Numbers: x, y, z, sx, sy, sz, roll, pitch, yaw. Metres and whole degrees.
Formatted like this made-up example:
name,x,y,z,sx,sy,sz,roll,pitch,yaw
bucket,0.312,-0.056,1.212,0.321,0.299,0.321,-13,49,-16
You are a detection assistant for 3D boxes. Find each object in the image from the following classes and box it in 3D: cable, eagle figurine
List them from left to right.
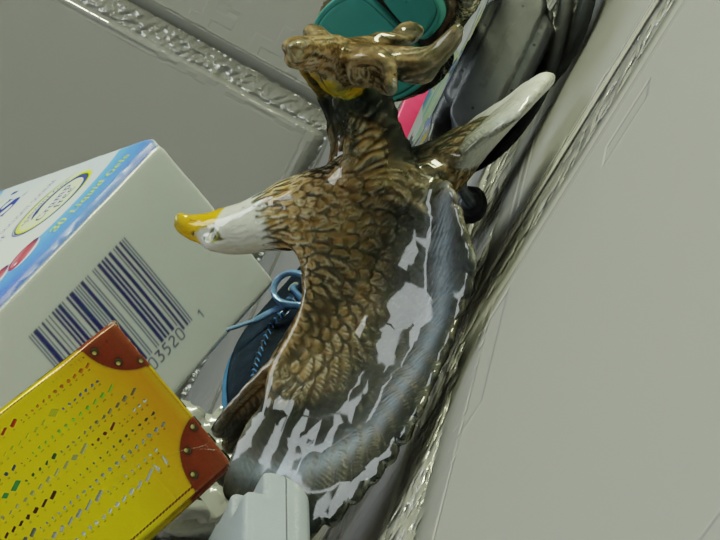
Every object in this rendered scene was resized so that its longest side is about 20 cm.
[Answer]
name,x,y,z,sx,sy,sz,roll,pitch,yaw
eagle figurine,-0.006,0.000,0.923,0.151,0.150,0.202,-12,-78,-46
cable,0.075,-0.106,1.066,0.163,0.050,0.201,115,179,-78

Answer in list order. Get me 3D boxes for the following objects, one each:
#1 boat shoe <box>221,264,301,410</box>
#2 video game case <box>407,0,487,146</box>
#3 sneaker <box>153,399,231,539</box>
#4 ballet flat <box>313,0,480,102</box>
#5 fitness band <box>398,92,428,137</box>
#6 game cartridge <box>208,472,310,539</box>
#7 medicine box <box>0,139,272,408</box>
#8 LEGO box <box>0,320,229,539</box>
name,x,y,z,sx,sy,sz,roll,pitch,yaw
boat shoe,-0.018,0.021,1.115,0.069,0.084,0.201,-55,10,34
video game case,0.061,-0.108,1.328,0.200,0.022,0.183,-58,7,50
sneaker,-0.084,0.108,1.077,0.081,0.075,0.200,-42,-14,12
ballet flat,0.032,-0.129,1.015,0.075,0.068,0.200,-42,1,-16
fitness band,0.028,-0.094,1.555,0.200,0.037,0.145,127,167,-69
game cartridge,-0.067,0.190,0.822,0.134,0.040,0.201,-88,22,-63
medicine box,-0.177,0.041,1.153,0.182,0.103,0.199,-49,21,-29
LEGO box,-0.165,0.127,0.866,0.200,0.077,0.149,-40,-1,-38
